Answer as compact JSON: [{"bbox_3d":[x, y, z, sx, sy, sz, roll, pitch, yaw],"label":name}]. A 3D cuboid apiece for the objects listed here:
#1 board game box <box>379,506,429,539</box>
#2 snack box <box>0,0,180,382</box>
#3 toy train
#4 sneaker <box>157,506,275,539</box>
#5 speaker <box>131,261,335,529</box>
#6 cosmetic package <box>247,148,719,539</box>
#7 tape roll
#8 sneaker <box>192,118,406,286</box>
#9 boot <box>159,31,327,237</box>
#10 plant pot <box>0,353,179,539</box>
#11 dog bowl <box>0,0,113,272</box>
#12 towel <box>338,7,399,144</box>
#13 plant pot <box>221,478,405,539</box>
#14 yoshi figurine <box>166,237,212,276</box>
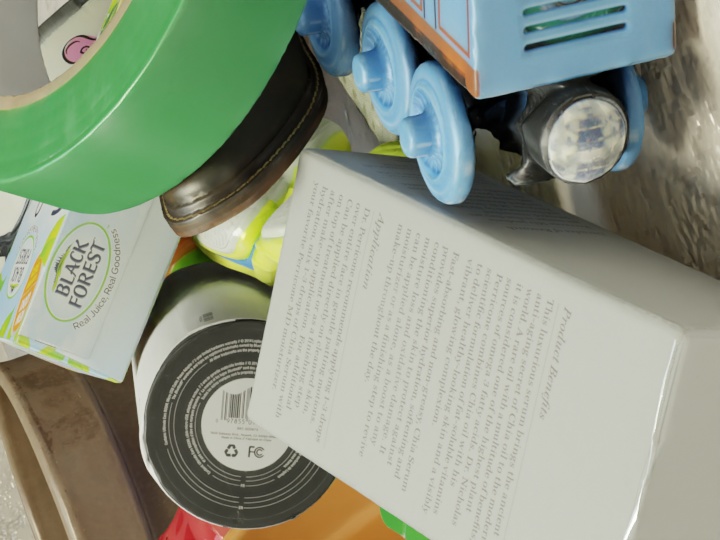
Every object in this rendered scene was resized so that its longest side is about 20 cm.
[{"bbox_3d":[0.075,0.074,0.871,0.199,0.030,0.096,23,112,48],"label":"board game box"},{"bbox_3d":[-0.097,-0.056,1.081,0.142,0.053,0.201,180,112,-76],"label":"snack box"},{"bbox_3d":[0.035,-0.103,0.831,0.200,0.086,0.115,-127,30,-56],"label":"toy train"},{"bbox_3d":[-0.076,0.150,1.134,0.078,0.116,0.200,45,174,6],"label":"sneaker"},{"bbox_3d":[-0.053,0.046,1.030,0.200,0.081,0.082,-137,28,-81],"label":"speaker"},{"bbox_3d":[0.052,0.035,0.818,0.200,0.071,0.102,29,111,50],"label":"cosmetic package"},{"bbox_3d":[-0.090,-0.122,0.877,0.200,0.048,0.202,-20,63,45],"label":"tape roll"},{"bbox_3d":[0.000,0.000,1.021,0.105,0.076,0.200,52,166,-21],"label":"sneaker"},{"bbox_3d":[-0.062,-0.098,0.916,0.097,0.074,0.201,55,-158,-28],"label":"boot"},{"bbox_3d":[-0.099,0.117,1.443,0.200,0.174,0.201,159,90,-76],"label":"plant pot"},{"bbox_3d":[-0.115,-0.064,1.242,0.074,0.200,0.200,44,160,13],"label":"dog bowl"},{"bbox_3d":[-0.010,-0.166,1.025,0.193,0.034,0.200,88,159,-45],"label":"towel"},{"bbox_3d":[0.039,0.173,0.989,0.140,0.200,0.200,45,-176,-37],"label":"plant pot"},{"bbox_3d":[-0.037,0.061,1.197,0.200,0.112,0.113,33,129,35],"label":"yoshi figurine"}]
